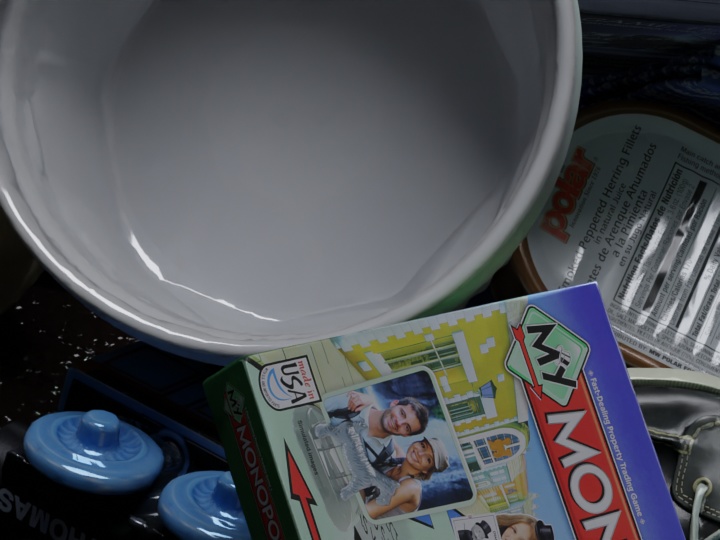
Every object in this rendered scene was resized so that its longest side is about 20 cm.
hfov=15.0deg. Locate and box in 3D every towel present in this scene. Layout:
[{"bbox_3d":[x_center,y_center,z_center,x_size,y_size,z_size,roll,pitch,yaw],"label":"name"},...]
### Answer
[{"bbox_3d":[0.165,-0.048,1.129,0.144,0.024,0.200,21,-7,-14],"label":"towel"}]

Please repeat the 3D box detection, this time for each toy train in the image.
[{"bbox_3d":[-0.030,0.094,0.884,0.199,0.087,0.114,25,25,24],"label":"toy train"}]

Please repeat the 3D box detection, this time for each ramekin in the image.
[{"bbox_3d":[-0.022,-0.061,0.920,0.199,0.201,0.105,16,-7,10],"label":"ramekin"}]

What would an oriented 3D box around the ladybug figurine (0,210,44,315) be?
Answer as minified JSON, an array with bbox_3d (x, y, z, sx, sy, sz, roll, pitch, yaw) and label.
[{"bbox_3d":[-0.152,-0.075,1.022,0.135,0.201,0.072,19,27,22],"label":"ladybug figurine"}]

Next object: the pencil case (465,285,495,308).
[{"bbox_3d":[0.071,-0.013,1.115,0.199,0.078,0.087,6,9,-9],"label":"pencil case"}]

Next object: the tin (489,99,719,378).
[{"bbox_3d":[0.144,0.009,1.056,0.199,0.042,0.112,27,65,0],"label":"tin"}]

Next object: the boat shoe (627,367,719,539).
[{"bbox_3d":[0.131,0.083,0.968,0.199,0.072,0.068,11,24,-4],"label":"boat shoe"}]

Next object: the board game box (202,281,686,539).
[{"bbox_3d":[0.044,0.111,0.805,0.134,0.029,0.201,-12,77,-34],"label":"board game box"}]

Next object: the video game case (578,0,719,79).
[{"bbox_3d":[0.093,-0.093,1.069,0.142,0.019,0.200,2,-3,-26],"label":"video game case"}]
